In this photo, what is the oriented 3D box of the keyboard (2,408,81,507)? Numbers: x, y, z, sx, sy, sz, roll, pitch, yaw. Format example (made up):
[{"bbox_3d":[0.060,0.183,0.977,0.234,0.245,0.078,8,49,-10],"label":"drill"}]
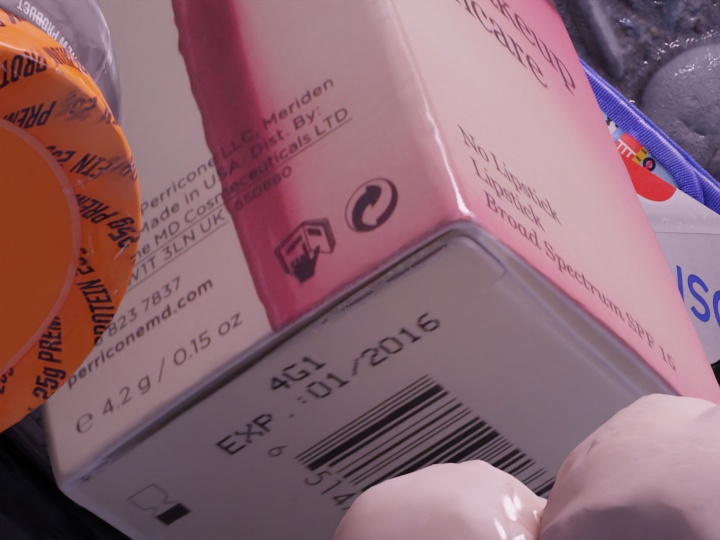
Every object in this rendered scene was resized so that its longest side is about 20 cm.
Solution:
[{"bbox_3d":[-0.132,-0.008,0.739,0.200,0.011,0.056,43,8,12],"label":"keyboard"}]

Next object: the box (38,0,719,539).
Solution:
[{"bbox_3d":[-0.010,-0.025,0.653,0.128,0.109,0.200,38,25,-44],"label":"box"}]

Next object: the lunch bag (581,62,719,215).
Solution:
[{"bbox_3d":[0.077,0.014,1.066,0.200,0.151,0.094,41,6,-7],"label":"lunch bag"}]

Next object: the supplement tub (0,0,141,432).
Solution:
[{"bbox_3d":[-0.127,-0.052,0.587,0.122,0.123,0.200,34,10,-41],"label":"supplement tub"}]

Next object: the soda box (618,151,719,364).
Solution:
[{"bbox_3d":[0.058,0.005,0.820,0.200,0.063,0.068,28,49,-43],"label":"soda box"}]

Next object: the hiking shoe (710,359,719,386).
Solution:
[{"bbox_3d":[0.048,0.076,0.716,0.074,0.087,0.200,52,24,-14],"label":"hiking shoe"}]

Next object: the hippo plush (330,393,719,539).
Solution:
[{"bbox_3d":[0.096,0.106,0.546,0.200,0.159,0.161,43,25,23],"label":"hippo plush"}]
